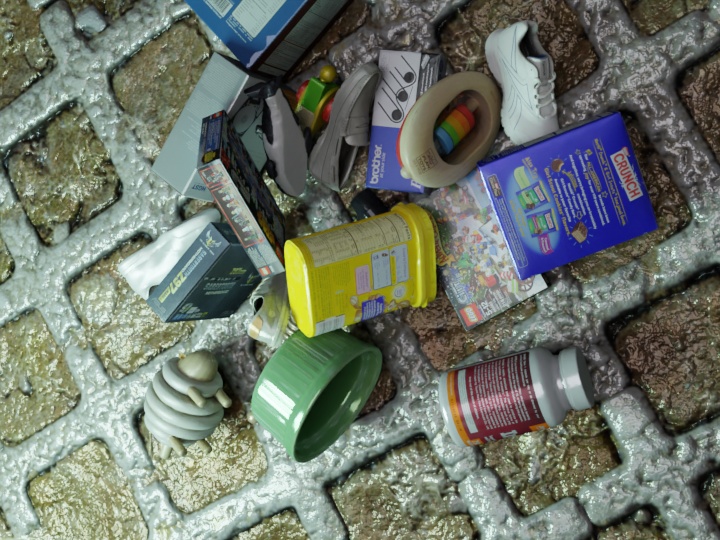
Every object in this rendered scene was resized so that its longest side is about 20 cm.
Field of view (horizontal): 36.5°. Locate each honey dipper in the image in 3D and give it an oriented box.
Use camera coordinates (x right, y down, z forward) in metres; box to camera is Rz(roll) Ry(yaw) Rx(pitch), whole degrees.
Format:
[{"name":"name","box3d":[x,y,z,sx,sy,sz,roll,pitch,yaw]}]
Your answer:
[{"name":"honey dipper","box3d":[-0.129,0.150,1.684,0.038,0.038,0.201,31,104,15]}]

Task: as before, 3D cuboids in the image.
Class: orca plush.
[{"name":"orca plush","box3d":[-0.133,-0.193,1.570,0.071,0.200,0.106,17,65,29]}]

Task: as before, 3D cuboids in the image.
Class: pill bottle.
[{"name":"pill bottle","box3d":[0.218,0.172,1.524,0.199,0.113,0.114,-17,87,19]}]

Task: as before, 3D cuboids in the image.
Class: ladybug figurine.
[{"name":"ladybug figurine","box3d":[0.117,-0.197,1.526,0.072,0.200,0.136,11,137,52]}]

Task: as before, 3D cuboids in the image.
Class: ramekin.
[{"name":"ramekin","box3d":[-0.067,0.169,1.582,0.097,0.200,0.201,34,103,21]}]

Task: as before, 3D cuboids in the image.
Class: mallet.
[{"name":"mallet","box3d":[-0.043,-0.048,1.646,0.199,0.041,0.066,-34,82,21]}]

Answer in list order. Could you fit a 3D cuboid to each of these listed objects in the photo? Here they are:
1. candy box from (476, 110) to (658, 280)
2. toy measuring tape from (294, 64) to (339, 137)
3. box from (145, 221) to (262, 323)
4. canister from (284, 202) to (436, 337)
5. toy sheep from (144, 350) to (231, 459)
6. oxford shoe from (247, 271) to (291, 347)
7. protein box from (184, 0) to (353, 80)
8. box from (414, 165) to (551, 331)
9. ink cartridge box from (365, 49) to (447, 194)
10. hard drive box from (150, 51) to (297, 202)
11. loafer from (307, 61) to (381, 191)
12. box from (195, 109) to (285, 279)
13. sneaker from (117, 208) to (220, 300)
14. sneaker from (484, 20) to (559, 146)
[{"name":"candy box","box3d":[0.277,-0.102,1.470,0.199,0.077,0.170,-20,101,7]},{"name":"toy measuring tape","box3d":[-0.072,-0.223,1.644,0.073,0.073,0.201,34,125,15]},{"name":"box","box3d":[-0.207,0.003,1.616,0.051,0.200,0.158,44,104,15]},{"name":"canister","box3d":[0.000,0.000,1.532,0.086,0.199,0.150,39,139,54]},{"name":"toy sheep","box3d":[-0.272,0.211,1.687,0.137,0.138,0.201,32,107,15]},{"name":"oxford shoe","box3d":[-0.131,0.038,1.599,0.057,0.201,0.076,16,121,-8]},{"name":"protein box","box3d":[-0.137,-0.428,1.606,0.200,0.135,0.199,-46,78,15]},{"name":"box","box3d":[0.167,-0.033,1.571,0.136,0.038,0.201,-30,83,18]},{"name":"ink cartridge box","box3d":[0.067,-0.216,1.594,0.093,0.044,0.202,8,95,20]},{"name":"hard drive box","box3d":[-0.197,-0.205,1.622,0.077,0.156,0.201,37,104,24]},{"name":"loafer","box3d":[-0.013,-0.208,1.593,0.070,0.070,0.201,39,125,21]},{"name":"box","box3d":[-0.162,-0.106,1.517,0.040,0.137,0.201,-20,126,11]},{"name":"sneaker","box3d":[-0.285,-0.023,1.719,0.199,0.075,0.089,-31,95,23]},{"name":"sneaker","box3d":[0.234,-0.249,1.503,0.087,0.074,0.201,-24,86,62]}]
